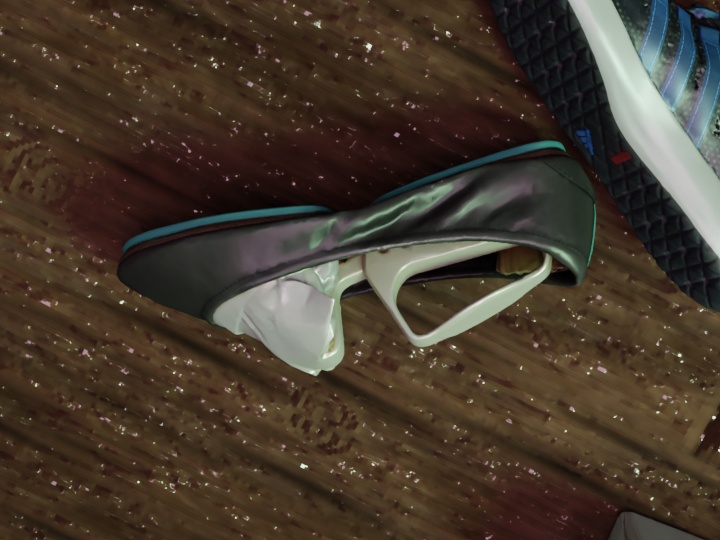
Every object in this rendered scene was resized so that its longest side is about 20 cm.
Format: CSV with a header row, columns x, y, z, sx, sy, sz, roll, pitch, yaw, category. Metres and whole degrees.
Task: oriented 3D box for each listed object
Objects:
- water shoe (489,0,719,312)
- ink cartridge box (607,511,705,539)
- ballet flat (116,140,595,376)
x,y,z,sx,sy,sz,roll,pitch,yaw,category
0.121,-0.080,0.818,0.079,0.071,0.201,-35,101,-19,water shoe
0.143,0.225,0.878,0.146,0.083,0.201,21,105,-4,ink cartridge box
0.000,0.000,0.823,0.199,0.068,0.069,-14,71,5,ballet flat
